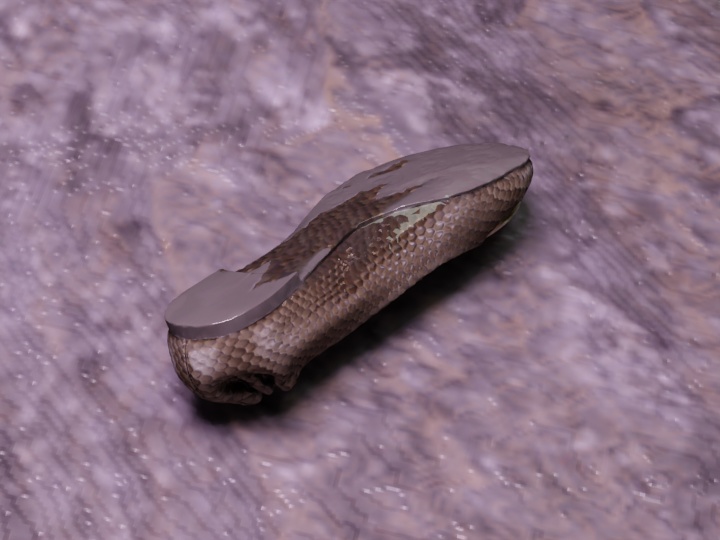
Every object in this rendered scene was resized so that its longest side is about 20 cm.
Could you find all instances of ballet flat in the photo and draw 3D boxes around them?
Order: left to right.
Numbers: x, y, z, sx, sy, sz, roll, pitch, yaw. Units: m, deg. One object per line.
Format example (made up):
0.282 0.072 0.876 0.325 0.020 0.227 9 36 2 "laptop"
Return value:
0.000 0.000 1.028 0.067 0.047 0.200 3 26 40 "ballet flat"
